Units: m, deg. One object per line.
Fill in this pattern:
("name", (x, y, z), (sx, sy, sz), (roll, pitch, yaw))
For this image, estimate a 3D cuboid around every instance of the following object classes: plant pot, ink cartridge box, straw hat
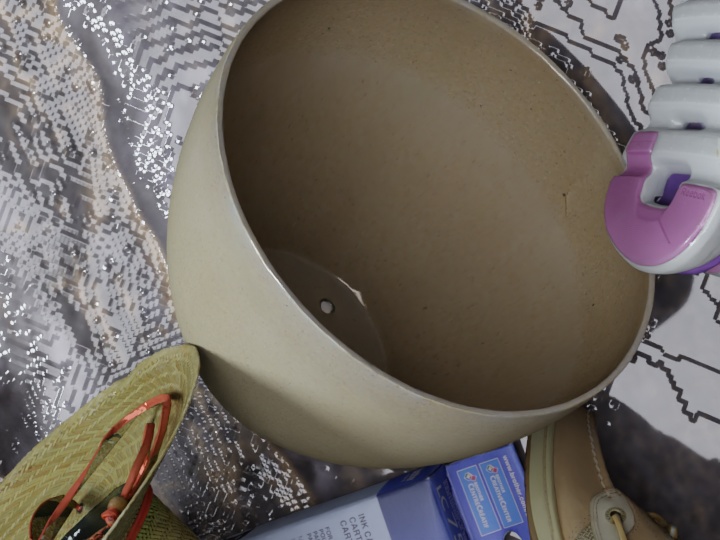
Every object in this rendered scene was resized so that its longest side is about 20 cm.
("plant pot", (0.000, 0.000, 1.210), (0.200, 0.200, 0.134), (49, 136, 4))
("ink cartridge box", (-0.007, 0.161, 1.290), (0.199, 0.042, 0.120), (-21, 92, 12))
("straw hat", (-0.102, 0.131, 1.176), (0.085, 0.201, 0.201), (41, 104, -16))

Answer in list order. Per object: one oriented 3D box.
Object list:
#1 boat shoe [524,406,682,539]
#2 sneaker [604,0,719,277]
("boat shoe", (0.103, 0.131, 1.200), (0.064, 0.201, 0.072), (-7, 135, 2))
("sneaker", (0.172, -0.080, 1.208), (0.088, 0.080, 0.201), (26, 81, -34))
